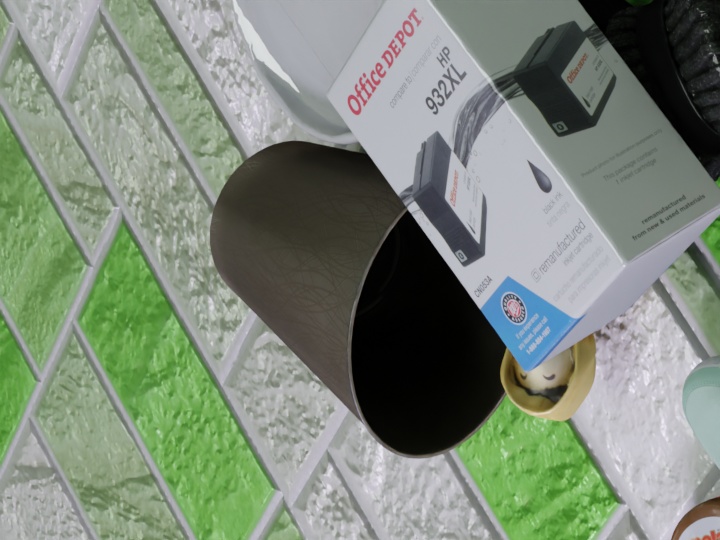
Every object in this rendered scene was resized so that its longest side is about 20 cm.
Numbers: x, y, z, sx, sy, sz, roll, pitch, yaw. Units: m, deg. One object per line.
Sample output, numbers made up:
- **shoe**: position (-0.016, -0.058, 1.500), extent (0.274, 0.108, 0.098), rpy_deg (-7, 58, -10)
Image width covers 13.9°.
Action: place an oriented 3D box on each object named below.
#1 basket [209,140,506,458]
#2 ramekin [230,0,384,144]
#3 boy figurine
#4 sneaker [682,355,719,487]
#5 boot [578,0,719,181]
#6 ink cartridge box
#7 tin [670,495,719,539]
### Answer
- **basket**: position (0.000, 0.000, 1.867), extent (0.200, 0.136, 0.181), rpy_deg (29, 115, 53)
- **ramekin**: position (0.008, -0.183, 1.810), extent (0.202, 0.094, 0.203), rpy_deg (27, 124, 48)
- **boy figurine**: position (0.104, -0.010, 1.738), extent (0.124, 0.064, 0.201), rpy_deg (5, 103, 21)
- **sneaker**: position (0.211, 0.126, 1.603), extent (0.200, 0.118, 0.074), rpy_deg (50, 141, 36)
- **boot**: position (0.153, -0.138, 1.617), extent (0.211, 0.079, 0.158), rpy_deg (52, 149, 15)
- **ink cartridge box**: position (0.086, -0.068, 1.614), extent (0.200, 0.084, 0.145), rpy_deg (54, 150, 11)
- **tin**: position (0.234, 0.223, 1.684), extent (0.112, 0.042, 0.201), rpy_deg (-22, 84, 53)
